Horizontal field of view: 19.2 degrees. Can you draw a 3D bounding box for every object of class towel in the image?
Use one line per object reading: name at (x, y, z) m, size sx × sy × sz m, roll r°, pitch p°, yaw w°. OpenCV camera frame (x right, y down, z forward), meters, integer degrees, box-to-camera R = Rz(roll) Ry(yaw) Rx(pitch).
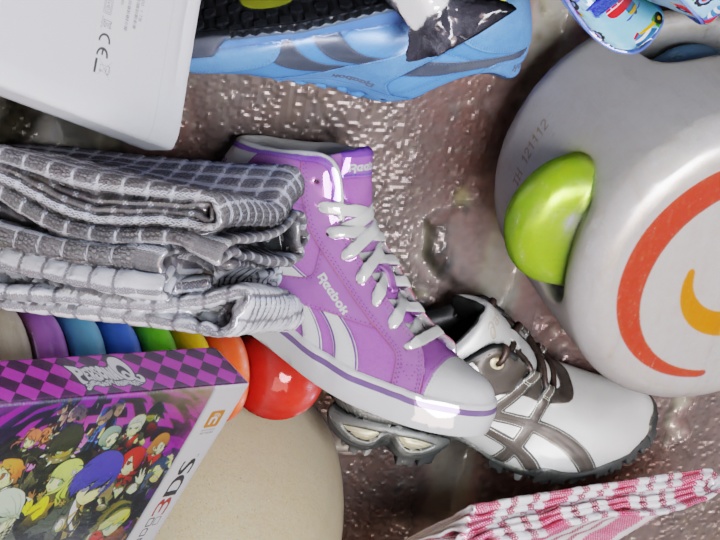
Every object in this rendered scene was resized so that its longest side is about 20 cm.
towel at (-0.130, -0.020, 1.036) m, size 0.200 × 0.166 × 0.086 m, roll 7°, pitch 91°, yaw 11°
towel at (0.098, 0.160, 1.241) m, size 0.200 × 0.030 × 0.146 m, roll -4°, pitch 160°, yaw -36°

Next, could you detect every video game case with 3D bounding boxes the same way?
video game case at (-0.167, 0.120, 1.044) m, size 0.200 × 0.036 × 0.181 m, roll 0°, pitch 128°, yaw -55°

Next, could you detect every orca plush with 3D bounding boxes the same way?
orca plush at (0.017, -0.208, 1.033) m, size 0.200 × 0.071 × 0.105 m, roll 54°, pitch 140°, yaw -2°

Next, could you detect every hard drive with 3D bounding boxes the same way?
hard drive at (-0.148, -0.143, 0.978) m, size 0.200 × 0.027 × 0.132 m, roll 19°, pitch 77°, yaw -52°

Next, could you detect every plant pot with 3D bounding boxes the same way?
plant pot at (-0.098, 0.168, 1.213) m, size 0.200 × 0.135 × 0.201 m, roll -6°, pitch 123°, yaw -9°

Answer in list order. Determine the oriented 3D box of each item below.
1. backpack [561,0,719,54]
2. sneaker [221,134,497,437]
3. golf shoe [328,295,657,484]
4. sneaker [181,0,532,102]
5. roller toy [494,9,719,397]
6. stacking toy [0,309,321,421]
backpack at (0.129, -0.189, 0.999) m, size 0.134 × 0.200 × 0.183 m, roll -39°, pitch 123°, yaw 10°
sneaker at (0.000, 0.000, 1.120) m, size 0.200 × 0.073 × 0.114 m, roll 32°, pitch 108°, yaw 12°
golf shoe at (0.084, 0.064, 1.211) m, size 0.200 × 0.078 × 0.095 m, roll 4°, pitch 127°, yaw -17°
sneaker at (-0.008, -0.113, 1.098) m, size 0.200 × 0.066 × 0.079 m, roll -9°, pitch 127°, yaw -8°
roller toy at (0.171, -0.038, 1.143) m, size 0.182 × 0.140 × 0.200 m, roll -36°, pitch 132°, yaw 4°
stacking toy at (-0.112, 0.059, 1.145) m, size 0.200 × 0.085 × 0.085 m, roll 1°, pitch 122°, yaw -29°
